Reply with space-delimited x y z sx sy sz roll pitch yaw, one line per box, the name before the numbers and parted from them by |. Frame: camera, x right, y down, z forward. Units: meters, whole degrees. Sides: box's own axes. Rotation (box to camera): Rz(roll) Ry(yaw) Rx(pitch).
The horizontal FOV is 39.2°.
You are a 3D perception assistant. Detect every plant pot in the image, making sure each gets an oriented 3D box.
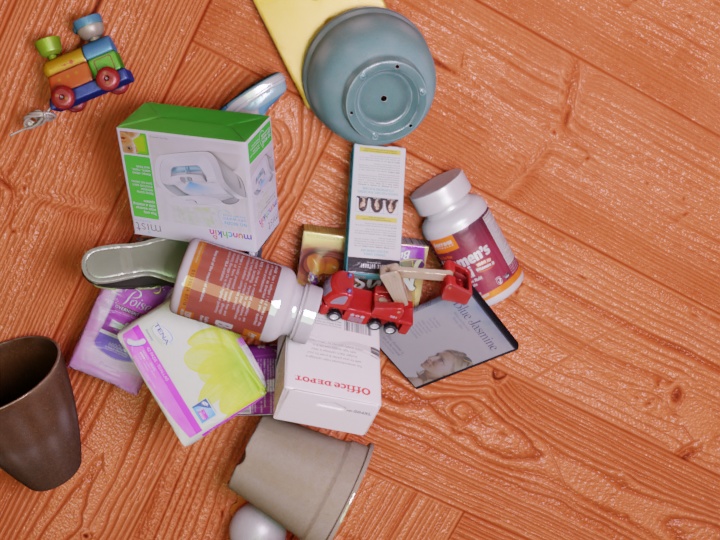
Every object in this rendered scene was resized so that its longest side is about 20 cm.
plant pot | 0.024 -0.264 1.460 0.199 0.134 0.201 -6 120 -10
plant pot | -0.103 0.325 1.611 0.183 0.200 0.201 27 101 1
plant pot | -0.511 0.236 1.555 0.186 0.187 0.201 -18 120 0

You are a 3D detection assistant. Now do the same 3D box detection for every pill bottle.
pill bottle | 0.163 -0.049 1.565 0.109 0.110 0.201 -30 105 3
pill bottle | -0.160 0.035 1.428 0.199 0.112 0.113 18 102 -6
pill bottle | -0.121 0.171 1.595 0.199 0.112 0.113 -1 105 -5

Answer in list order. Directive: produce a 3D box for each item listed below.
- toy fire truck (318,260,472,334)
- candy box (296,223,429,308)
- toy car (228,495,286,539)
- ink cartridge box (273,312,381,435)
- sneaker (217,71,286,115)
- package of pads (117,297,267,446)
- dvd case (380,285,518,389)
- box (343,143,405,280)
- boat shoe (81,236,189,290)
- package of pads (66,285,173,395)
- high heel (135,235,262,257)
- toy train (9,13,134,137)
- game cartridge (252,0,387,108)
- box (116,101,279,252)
toy fire truck | 0.049 0.031 1.485 0.199 0.049 0.141 15 137 -14
candy box | 0.000 0.000 1.591 0.199 0.056 0.117 8 103 -6
toy car | -0.178 0.459 1.663 0.176 0.184 0.201 -28 65 23
ink cartridge box | -0.050 0.132 1.509 0.145 0.201 0.084 13 136 -12
sneaker | -0.164 -0.196 1.516 0.200 0.080 0.131 -36 103 14
package of pads | -0.244 0.134 1.499 0.154 0.068 0.200 -32 88 -3
dvd case | 0.129 0.108 1.593 0.199 0.018 0.143 -26 119 30
box | 0.021 -0.087 1.535 0.082 0.049 0.201 5 80 -7
boat shoe | -0.308 -0.009 1.492 0.200 0.061 0.072 -2 77 -16
package of pads | -0.360 0.082 1.569 0.120 0.076 0.201 24 101 -13
high heel | -0.248 0.011 1.560 0.199 0.071 0.143 3 98 -15
toy train | -0.442 -0.286 1.468 0.199 0.085 0.116 -22 95 1
game cartridge | -0.047 -0.370 1.506 0.176 0.032 0.201 -26 108 2
box | -0.228 -0.135 1.446 0.199 0.097 0.177 9 124 15
